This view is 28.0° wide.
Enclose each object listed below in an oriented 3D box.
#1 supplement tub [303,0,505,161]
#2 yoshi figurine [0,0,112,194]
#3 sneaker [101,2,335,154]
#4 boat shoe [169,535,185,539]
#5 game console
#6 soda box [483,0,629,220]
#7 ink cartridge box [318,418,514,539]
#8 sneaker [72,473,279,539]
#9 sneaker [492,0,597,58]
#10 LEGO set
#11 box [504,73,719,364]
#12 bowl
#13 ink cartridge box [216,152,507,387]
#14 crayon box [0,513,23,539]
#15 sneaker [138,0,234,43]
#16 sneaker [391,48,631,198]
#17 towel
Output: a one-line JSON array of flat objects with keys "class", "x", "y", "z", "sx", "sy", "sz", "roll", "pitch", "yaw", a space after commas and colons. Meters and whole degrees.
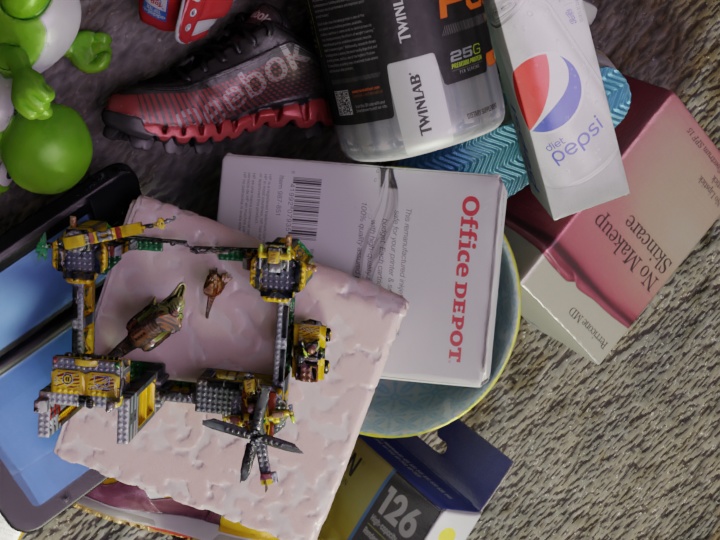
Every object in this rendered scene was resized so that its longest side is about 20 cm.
[{"class": "supplement tub", "x": 0.023, "y": -0.185, "z": 0.993, "sx": 0.122, "sy": 0.122, "sz": 0.202, "roll": -19, "pitch": 104, "yaw": -21}, {"class": "yoshi figurine", "x": -0.204, "y": -0.136, "z": 0.952, "sx": 0.112, "sy": 0.112, "sz": 0.202, "roll": 8, "pitch": 107, "yaw": -37}, {"class": "sneaker", "x": -0.092, "y": -0.139, "z": 1.031, "sx": 0.199, "sy": 0.071, "sz": 0.099, "roll": -12, "pitch": 114, "yaw": -27}, {"class": "boat shoe", "x": -0.075, "y": 0.145, "z": 1.142, "sx": 0.200, "sy": 0.072, "sz": 0.072, "roll": -45, "pitch": 123, "yaw": -7}, {"class": "game console", "x": -0.200, "y": 0.055, "z": 1.000, "sx": 0.199, "sy": 0.116, "sz": 0.176, "roll": -37, "pitch": 156, "yaw": -19}, {"class": "soda box", "x": 0.138, "y": -0.144, "z": 1.059, "sx": 0.063, "sy": 0.068, "sz": 0.201, "roll": -19, "pitch": 113, "yaw": -1}, {"class": "ink cartridge box", "x": 0.003, "y": 0.187, "z": 1.127, "sx": 0.047, "sy": 0.197, "sz": 0.201, "roll": 29, "pitch": 92, "yaw": -34}, {"class": "sneaker", "x": -0.137, "y": 0.153, "z": 1.083, "sx": 0.198, "sy": 0.075, "sz": 0.091, "roll": 14, "pitch": 81, "yaw": 4}, {"class": "sneaker", "x": 0.086, "y": -0.163, "z": 1.115, "sx": 0.198, "sy": 0.074, "sz": 0.119, "roll": -2, "pitch": 102, "yaw": -18}, {"class": "LEGO set", "x": -0.120, "y": 0.043, "z": 0.905, "sx": 0.198, "sy": 0.116, "sz": 0.155, "roll": 13, "pitch": 100, "yaw": 3}, {"class": "box", "x": 0.197, "y": -0.047, "z": 1.200, "sx": 0.200, "sy": 0.109, "sz": 0.128, "roll": -51, "pitch": 123, "yaw": -4}, {"class": "bowl", "x": 0.029, "y": 0.026, "z": 1.121, "sx": 0.198, "sy": 0.108, "sz": 0.202, "roll": -1, "pitch": 87, "yaw": 9}, {"class": "ink cartridge box", "x": 0.000, "y": 0.000, "z": 1.030, "sx": 0.198, "sy": 0.084, "sz": 0.147, "roll": 5, "pitch": 89, "yaw": 10}, {"class": "crayon box", "x": -0.336, "y": 0.223, "z": 1.041, "sx": 0.125, "sy": 0.052, "sz": 0.201, "roll": 27, "pitch": 93, "yaw": -33}, {"class": "sneaker", "x": -0.121, "y": -0.223, "z": 0.947, "sx": 0.113, "sy": 0.071, "sz": 0.200, "roll": -47, "pitch": 156, "yaw": -1}, {"class": "sneaker", "x": 0.114, "y": -0.113, "z": 1.154, "sx": 0.199, "sy": 0.081, "sz": 0.077, "roll": -25, "pitch": 122, "yaw": 3}, {"class": "towel", "x": -0.090, "y": 0.071, "z": 0.983, "sx": 0.198, "sy": 0.032, "sz": 0.193, "roll": 20, "pitch": 101, "yaw": 1}]
